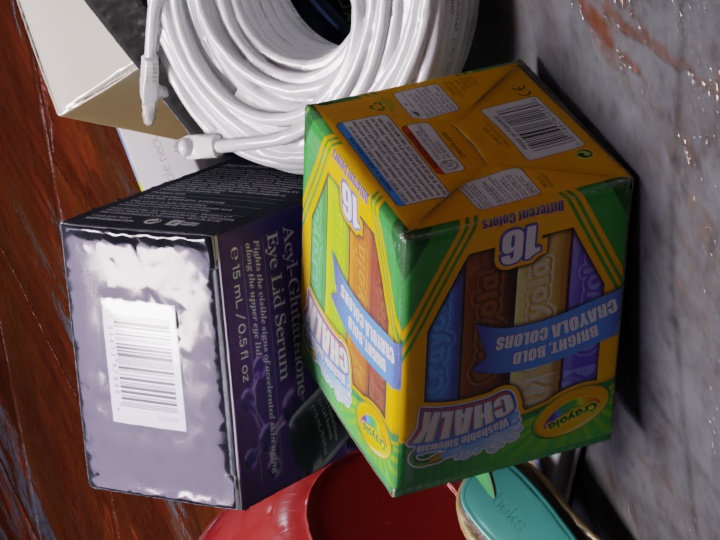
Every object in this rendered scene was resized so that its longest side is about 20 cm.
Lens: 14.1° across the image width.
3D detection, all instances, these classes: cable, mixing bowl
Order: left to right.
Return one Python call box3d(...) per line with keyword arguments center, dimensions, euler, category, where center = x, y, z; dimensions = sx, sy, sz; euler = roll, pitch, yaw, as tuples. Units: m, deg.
box3d(center=(-0.025, -0.149, 1.502), dimensions=(0.199, 0.069, 0.201), euler=(12, 107, 37), category="cable")
box3d(center=(0.005, 0.170, 1.660), dimensions=(0.109, 0.199, 0.201), euler=(109, 143, -50), category="mixing bowl")

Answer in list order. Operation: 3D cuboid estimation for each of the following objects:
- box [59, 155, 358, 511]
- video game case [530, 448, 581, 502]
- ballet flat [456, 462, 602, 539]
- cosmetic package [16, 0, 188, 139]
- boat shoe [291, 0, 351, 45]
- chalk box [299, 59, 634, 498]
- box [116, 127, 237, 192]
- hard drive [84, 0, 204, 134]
box3d(center=(-0.052, 0.024, 1.536), dimensions=(0.104, 0.200, 0.149), euler=(5, 109, 35), category="box")
box3d(center=(0.081, 0.062, 1.590), dimensions=(0.200, 0.018, 0.144), euler=(97, 153, -55), category="video game case")
box3d(center=(0.120, 0.172, 1.492), dimensions=(0.200, 0.069, 0.063), euler=(55, -177, 39), category="ballet flat")
box3d(center=(-0.111, -0.138, 1.750), dimensions=(0.200, 0.071, 0.106), euler=(10, -125, -56), category="cosmetic package")
box3d(center=(-0.008, -0.175, 1.587), dimensions=(0.200, 0.084, 0.069), euler=(57, 157, 0), category="boat shoe")
box3d(center=(0.047, 0.021, 1.424), dimensions=(0.125, 0.123, 0.201), euler=(-128, 32, -48), category="chalk box")
box3d(center=(-0.100, -0.057, 1.839), dimensions=(0.122, 0.048, 0.201), euler=(27, -143, -64), category="box")
box3d(center=(-0.101, -0.182, 1.686), dimensions=(0.140, 0.033, 0.200), euler=(52, -152, -24), category="hard drive")
